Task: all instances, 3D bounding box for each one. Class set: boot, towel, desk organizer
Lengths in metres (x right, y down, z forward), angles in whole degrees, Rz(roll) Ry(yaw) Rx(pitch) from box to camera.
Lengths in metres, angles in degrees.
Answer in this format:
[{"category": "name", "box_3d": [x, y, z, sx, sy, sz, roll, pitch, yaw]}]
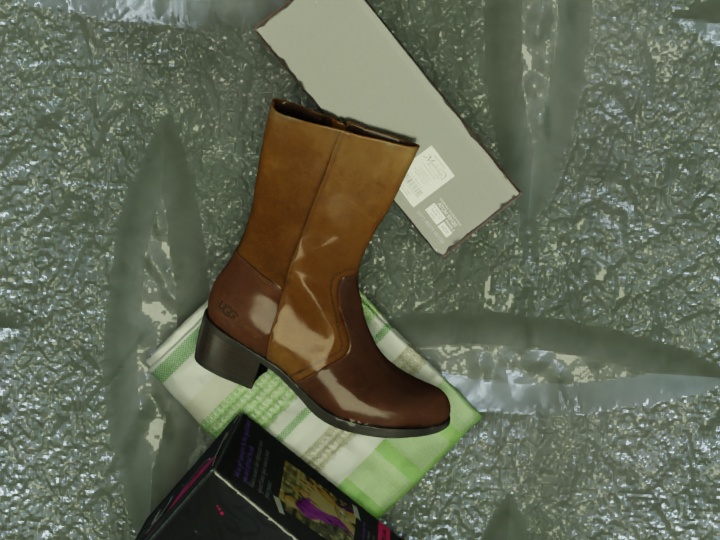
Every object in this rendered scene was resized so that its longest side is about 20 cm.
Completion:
[{"category": "boot", "box_3d": [0.000, 0.000, 1.595, 0.188, 0.068, 0.200, 23, 110, 8]}, {"category": "towel", "box_3d": [-0.033, 0.083, 1.668, 0.149, 0.031, 0.200, -44, 98, 7]}, {"category": "desk organizer", "box_3d": [0.019, -0.112, 1.614, 0.072, 0.077, 0.200, -39, 97, 5]}]

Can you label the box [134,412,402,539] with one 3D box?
[{"category": "box", "box_3d": [-0.051, 0.217, 1.630, 0.200, 0.106, 0.122, 39, 111, -5]}]
